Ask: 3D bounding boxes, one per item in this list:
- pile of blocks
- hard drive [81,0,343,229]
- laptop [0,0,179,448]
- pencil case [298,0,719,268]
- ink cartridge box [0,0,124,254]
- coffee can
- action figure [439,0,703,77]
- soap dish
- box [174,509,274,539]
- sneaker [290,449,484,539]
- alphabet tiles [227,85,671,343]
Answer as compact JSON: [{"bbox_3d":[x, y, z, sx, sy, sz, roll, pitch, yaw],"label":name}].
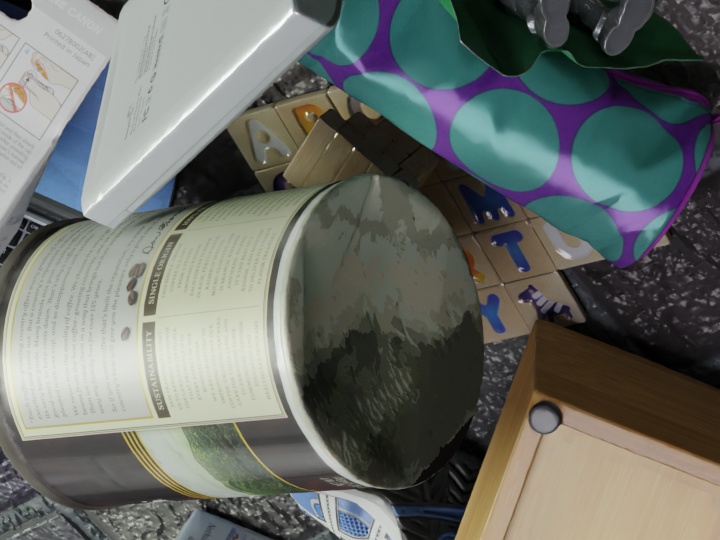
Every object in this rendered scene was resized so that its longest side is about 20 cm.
[{"bbox_3d":[0.000,0.000,1.403,0.082,0.062,0.201,22,127,25],"label":"pile of blocks"},{"bbox_3d":[-0.064,-0.118,1.275,0.026,0.132,0.200,24,144,-23],"label":"hard drive"},{"bbox_3d":[-0.205,-0.030,1.446,0.187,0.200,0.116,23,168,6],"label":"laptop"},{"bbox_3d":[0.067,-0.088,1.277,0.200,0.085,0.093,33,96,-1],"label":"pencil case"},{"bbox_3d":[-0.231,-0.086,1.417,0.161,0.050,0.200,35,98,3],"label":"ink cartridge box"},{"bbox_3d":[-0.063,0.037,1.327,0.200,0.146,0.147,-7,124,39],"label":"coffee can"},{"bbox_3d":[0.052,-0.145,1.196,0.118,0.200,0.055,6,115,-31],"label":"action figure"},{"bbox_3d":[0.126,0.146,1.408,0.157,0.081,0.201,22,108,8],"label":"soap dish"},{"bbox_3d":[-0.042,0.266,1.621,0.200,0.105,0.184,23,134,7],"label":"box"},{"bbox_3d":[0.018,0.121,1.505,0.200,0.076,0.077,46,154,-15],"label":"sneaker"},{"bbox_3d":[0.049,-0.032,1.392,0.200,0.008,0.167,-13,120,34],"label":"alphabet tiles"}]
